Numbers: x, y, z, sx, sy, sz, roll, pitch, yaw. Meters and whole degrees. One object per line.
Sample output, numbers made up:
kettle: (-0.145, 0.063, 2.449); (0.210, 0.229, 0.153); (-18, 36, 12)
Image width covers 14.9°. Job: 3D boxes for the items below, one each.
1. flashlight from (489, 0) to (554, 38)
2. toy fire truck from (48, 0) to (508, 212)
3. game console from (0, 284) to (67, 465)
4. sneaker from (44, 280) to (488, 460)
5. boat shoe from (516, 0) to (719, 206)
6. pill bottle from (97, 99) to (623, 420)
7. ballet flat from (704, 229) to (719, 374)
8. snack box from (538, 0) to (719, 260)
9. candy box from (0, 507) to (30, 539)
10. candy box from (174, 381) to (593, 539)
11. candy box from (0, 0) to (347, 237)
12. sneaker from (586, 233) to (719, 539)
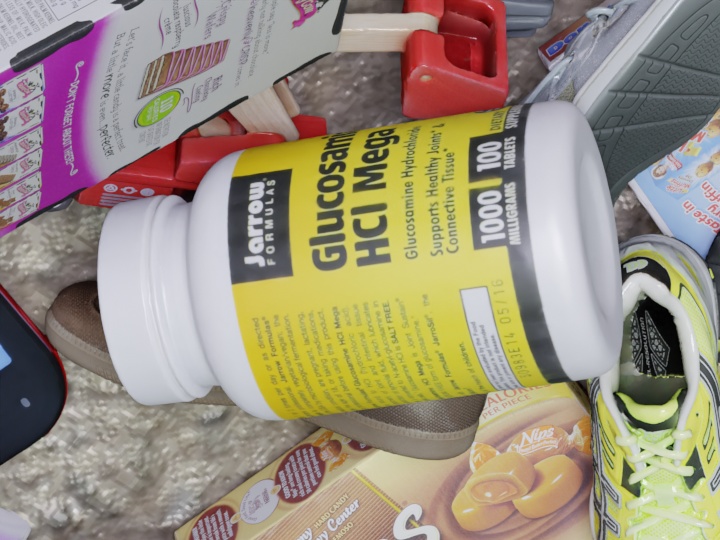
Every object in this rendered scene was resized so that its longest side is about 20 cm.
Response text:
flashlight: (-0.019, -0.133, 1.160); (0.198, 0.068, 0.068); (-1, 118, -11)
toy fire truck: (-0.050, -0.072, 1.154); (0.198, 0.049, 0.141); (8, 147, -13)
game console: (-0.246, 0.033, 1.217); (0.176, 0.031, 0.200); (-35, 115, 6)
sneaker: (-0.038, 0.021, 1.215); (0.198, 0.070, 0.076); (14, 109, 2)
boat shoe: (0.095, -0.068, 1.180); (0.074, 0.065, 0.202); (-2, 141, -39)
pill bottle: (0.000, 0.000, 1.116); (0.198, 0.113, 0.113); (-9, 118, 14)
ballet flat: (0.204, -0.016, 1.232); (0.066, 0.057, 0.201); (23, 108, -19)
snack box: (0.164, -0.043, 1.258); (0.072, 0.024, 0.200); (-34, 116, 8)
candy box: (-0.270, 0.145, 1.200); (0.167, 0.072, 0.200); (37, 111, -4)
candy box: (0.026, 0.117, 1.291); (0.199, 0.055, 0.116); (-35, 116, 8)
candy box: (-0.097, -0.090, 1.017); (0.199, 0.061, 0.137); (-30, 163, -19)
sneaker: (0.129, 0.086, 1.212); (0.075, 0.076, 0.202); (-10, 90, 15)
